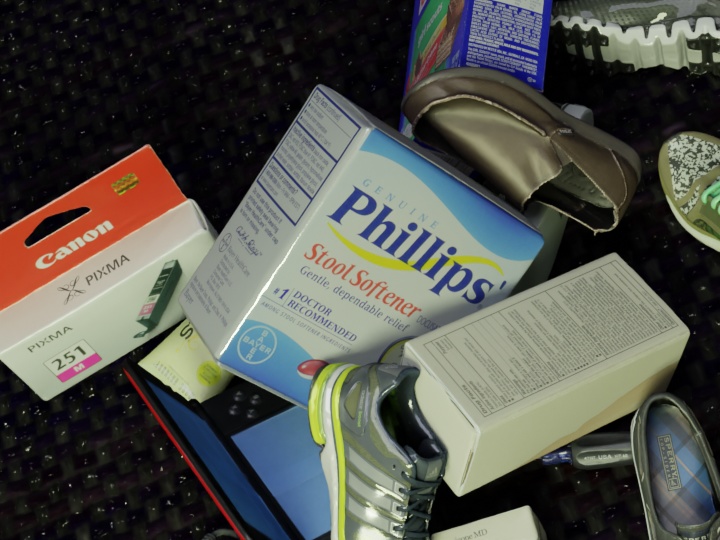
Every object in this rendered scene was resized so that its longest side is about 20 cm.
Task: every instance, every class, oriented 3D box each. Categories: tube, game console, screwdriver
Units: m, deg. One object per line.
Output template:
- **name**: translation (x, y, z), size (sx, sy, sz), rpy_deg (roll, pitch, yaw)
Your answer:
- **tube**: translation (-0.096, 0.034, 1.406), size (0.200, 0.052, 0.058), rpy_deg (-48, 29, -5)
- **game console**: translation (-0.055, 0.131, 1.268), size (0.171, 0.119, 0.200), rpy_deg (-24, 54, -24)
- **screwdriver**: translation (0.119, 0.141, 1.289), size (0.198, 0.029, 0.028), rpy_deg (-9, 46, 13)

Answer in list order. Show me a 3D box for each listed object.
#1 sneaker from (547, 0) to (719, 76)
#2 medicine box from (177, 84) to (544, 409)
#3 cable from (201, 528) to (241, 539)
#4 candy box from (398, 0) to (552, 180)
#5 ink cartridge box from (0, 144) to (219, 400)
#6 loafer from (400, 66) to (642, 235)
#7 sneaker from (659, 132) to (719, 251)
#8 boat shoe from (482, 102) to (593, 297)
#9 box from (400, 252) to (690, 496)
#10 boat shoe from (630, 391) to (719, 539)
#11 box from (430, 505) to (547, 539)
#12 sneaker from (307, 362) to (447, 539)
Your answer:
- **sneaker**: translation (0.230, -0.211, 1.420), size (0.198, 0.067, 0.091), rpy_deg (5, 62, 16)
- **medicine box**: translation (0.000, 0.000, 1.270), size (0.201, 0.181, 0.103), rpy_deg (-55, 32, 9)
- **cable**: translation (-0.074, 0.290, 1.271), size (0.162, 0.051, 0.201), rpy_deg (12, 64, 18)
- **candy box**: translation (0.094, -0.198, 1.390), size (0.076, 0.169, 0.202), rpy_deg (15, 63, -11)
- **ink cartridge box**: translation (-0.211, 0.006, 1.382), size (0.199, 0.174, 0.044), rpy_deg (-31, 59, 1)
- **loafer**: translation (0.123, -0.087, 1.279), size (0.198, 0.073, 0.071), rpy_deg (20, 48, -15)
- **sneaker**: translation (0.292, -0.043, 1.287), size (0.077, 0.089, 0.200), rpy_deg (-35, 58, -3)
- **boat shoe**: translation (0.127, -0.048, 1.367), size (0.063, 0.071, 0.201), rpy_deg (11, 60, 22)
- **box**: translation (0.129, 0.072, 1.246), size (0.199, 0.078, 0.095), rpy_deg (-21, 54, -27)
- **boat shoe**: translation (0.233, 0.178, 1.202), size (0.069, 0.066, 0.202), rpy_deg (-11, 70, 7)
- **box**: translation (0.111, 0.274, 1.202), size (0.081, 0.068, 0.201), rpy_deg (-19, 60, 7)
- **sneaker**: translation (0.023, 0.157, 1.189), size (0.081, 0.074, 0.202), rpy_deg (-17, 87, 42)
